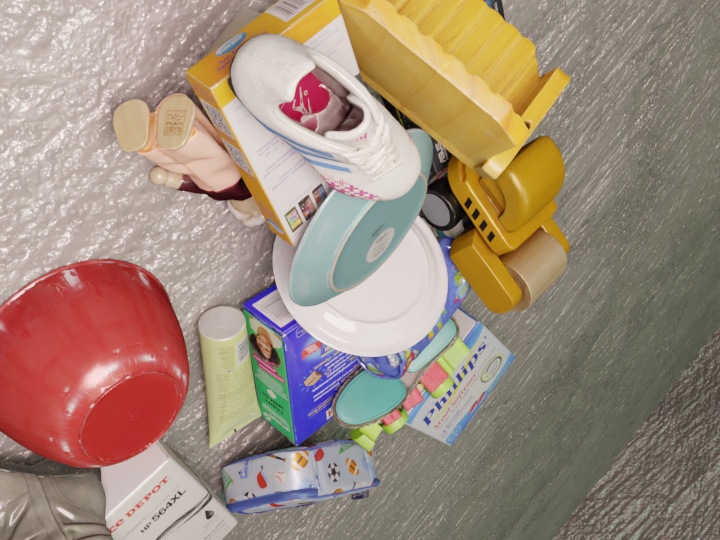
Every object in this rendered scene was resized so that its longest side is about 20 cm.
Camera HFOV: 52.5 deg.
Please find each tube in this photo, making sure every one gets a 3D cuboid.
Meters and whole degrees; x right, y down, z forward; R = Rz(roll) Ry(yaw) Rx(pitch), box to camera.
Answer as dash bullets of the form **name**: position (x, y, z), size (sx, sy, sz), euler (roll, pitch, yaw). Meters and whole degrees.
- **tube**: position (-0.151, 0.127, 0.834), size (0.058, 0.052, 0.201), euler (1, 133, -1)

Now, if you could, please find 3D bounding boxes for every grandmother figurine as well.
- **grandmother figurine**: position (-0.123, -0.089, 0.645), size (0.200, 0.121, 0.061), euler (41, 60, -69)

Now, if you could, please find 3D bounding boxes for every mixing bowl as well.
- **mixing bowl**: position (-0.231, 0.101, 0.662), size (0.200, 0.108, 0.201), euler (-30, 138, -32)

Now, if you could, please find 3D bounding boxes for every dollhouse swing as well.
- **dollhouse swing**: position (0.086, -0.198, 0.612), size (0.182, 0.200, 0.176), euler (-52, -177, -15)

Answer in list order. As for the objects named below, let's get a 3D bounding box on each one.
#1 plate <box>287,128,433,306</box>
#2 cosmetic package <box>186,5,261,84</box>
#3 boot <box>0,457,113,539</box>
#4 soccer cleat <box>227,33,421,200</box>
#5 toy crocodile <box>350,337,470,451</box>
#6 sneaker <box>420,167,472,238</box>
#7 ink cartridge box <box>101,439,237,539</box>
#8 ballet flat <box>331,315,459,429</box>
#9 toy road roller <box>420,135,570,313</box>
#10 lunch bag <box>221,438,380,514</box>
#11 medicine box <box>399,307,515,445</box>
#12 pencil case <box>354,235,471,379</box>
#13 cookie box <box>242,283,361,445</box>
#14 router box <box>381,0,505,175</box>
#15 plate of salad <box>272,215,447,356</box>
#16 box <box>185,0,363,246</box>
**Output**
- **plate**: position (0.010, -0.040, 0.679), size (0.200, 0.026, 0.200), euler (-45, 160, -21)
- **cosmetic package**: position (-0.053, -0.135, 0.679), size (0.087, 0.103, 0.200), euler (-52, 143, -1)
- **boot**: position (-0.309, 0.233, 0.634), size (0.199, 0.131, 0.068), euler (2, 131, -35)
- **soccer cleat**: position (-0.007, -0.093, 0.520), size (0.200, 0.086, 0.070), euler (27, 93, -47)
- **toy crocodile**: position (0.066, 0.161, 0.979), size (0.200, 0.068, 0.062), euler (-38, -174, -8)
- **sneaker**: position (0.131, -0.039, 0.980), size (0.070, 0.093, 0.200), euler (-30, 138, -30)
- **ink cartridge box**: position (-0.245, 0.272, 0.808), size (0.146, 0.084, 0.200), euler (-42, 144, -16)
- **ballet flat**: position (0.044, 0.128, 0.919), size (0.200, 0.068, 0.075), euler (-41, 175, -16)
- **toy road roller**: position (0.174, -0.062, 0.823), size (0.123, 0.200, 0.146), euler (-38, -174, -29)
- **lunch bag**: position (-0.078, 0.277, 0.970), size (0.160, 0.076, 0.200), euler (-24, 156, 31)
- **medicine box**: position (0.124, 0.154, 1.125), size (0.182, 0.103, 0.200), euler (-53, 146, -1)
- **pencil case**: position (0.068, 0.040, 0.868), size (0.200, 0.078, 0.087), euler (-47, 139, -31)
- **cookie box**: position (-0.047, 0.089, 0.892), size (0.171, 0.075, 0.201), euler (-34, 140, -32)
- **router box**: position (0.093, -0.227, 0.805), size (0.150, 0.062, 0.200), euler (-45, 144, -11)
- **plate of salad**: position (0.000, 0.000, 0.799), size (0.200, 0.200, 0.048), euler (-32, 171, -28)
- **box**: position (-0.046, -0.110, 0.588), size (0.119, 0.041, 0.200), euler (-43, 145, -16)
